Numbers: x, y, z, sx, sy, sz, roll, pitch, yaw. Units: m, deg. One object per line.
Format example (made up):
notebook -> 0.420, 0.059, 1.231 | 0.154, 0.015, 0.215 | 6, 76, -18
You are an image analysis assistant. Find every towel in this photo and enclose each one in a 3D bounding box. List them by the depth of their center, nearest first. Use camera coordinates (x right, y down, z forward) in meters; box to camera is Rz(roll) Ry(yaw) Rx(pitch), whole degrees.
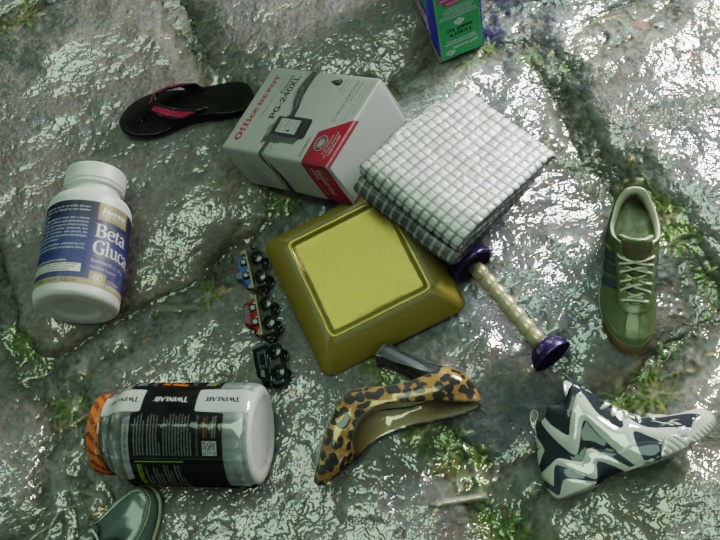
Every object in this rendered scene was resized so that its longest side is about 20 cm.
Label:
towel -> 0.114, -0.118, 1.170 | 0.166, 0.086, 0.200 | 39, 60, 16

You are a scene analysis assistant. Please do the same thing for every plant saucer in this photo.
plant saucer -> 0.000, 0.000, 1.187 | 0.200, 0.048, 0.200 | -27, 73, 0

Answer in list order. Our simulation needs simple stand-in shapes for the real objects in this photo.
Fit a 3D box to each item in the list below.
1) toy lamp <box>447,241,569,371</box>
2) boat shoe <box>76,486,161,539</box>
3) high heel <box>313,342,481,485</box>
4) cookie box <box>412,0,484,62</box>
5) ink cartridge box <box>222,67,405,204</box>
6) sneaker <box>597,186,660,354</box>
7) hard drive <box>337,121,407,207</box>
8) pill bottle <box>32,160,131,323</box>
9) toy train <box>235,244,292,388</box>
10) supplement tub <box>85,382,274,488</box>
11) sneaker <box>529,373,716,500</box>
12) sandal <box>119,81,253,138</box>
toy lamp -> 0.171, 0.031, 1.156 | 0.058, 0.058, 0.200 | -36, 63, -7
boat shoe -> -0.305, 0.335, 1.098 | 0.073, 0.062, 0.200 | 30, 74, 22
high heel -> 0.043, 0.184, 1.097 | 0.142, 0.071, 0.200 | 21, 62, 26
cookie box -> 0.104, -0.418, 1.300 | 0.075, 0.200, 0.171 | -21, 62, 2
ink cartridge box -> -0.064, -0.181, 1.249 | 0.200, 0.083, 0.145 | 15, 68, 39
sneaker -> 0.321, -0.009, 1.128 | 0.067, 0.090, 0.200 | 3, 66, 11
hard drive -> 0.067, -0.136, 1.267 | 0.200, 0.033, 0.140 | -8, 64, 7
pill bottle -> -0.364, -0.040, 1.258 | 0.111, 0.111, 0.200 | -3, 65, 9
toy train -> -0.128, 0.058, 1.214 | 0.046, 0.034, 0.200 | -21, 63, 14
supplement tub -> -0.210, 0.193, 1.114 | 0.200, 0.123, 0.123 | -1, 65, 9
sneaker -> 0.282, 0.162, 1.060 | 0.199, 0.079, 0.130 | -25, 71, 9
sandal -> -0.256, -0.244, 1.370 | 0.200, 0.045, 0.075 | -12, 64, 5
